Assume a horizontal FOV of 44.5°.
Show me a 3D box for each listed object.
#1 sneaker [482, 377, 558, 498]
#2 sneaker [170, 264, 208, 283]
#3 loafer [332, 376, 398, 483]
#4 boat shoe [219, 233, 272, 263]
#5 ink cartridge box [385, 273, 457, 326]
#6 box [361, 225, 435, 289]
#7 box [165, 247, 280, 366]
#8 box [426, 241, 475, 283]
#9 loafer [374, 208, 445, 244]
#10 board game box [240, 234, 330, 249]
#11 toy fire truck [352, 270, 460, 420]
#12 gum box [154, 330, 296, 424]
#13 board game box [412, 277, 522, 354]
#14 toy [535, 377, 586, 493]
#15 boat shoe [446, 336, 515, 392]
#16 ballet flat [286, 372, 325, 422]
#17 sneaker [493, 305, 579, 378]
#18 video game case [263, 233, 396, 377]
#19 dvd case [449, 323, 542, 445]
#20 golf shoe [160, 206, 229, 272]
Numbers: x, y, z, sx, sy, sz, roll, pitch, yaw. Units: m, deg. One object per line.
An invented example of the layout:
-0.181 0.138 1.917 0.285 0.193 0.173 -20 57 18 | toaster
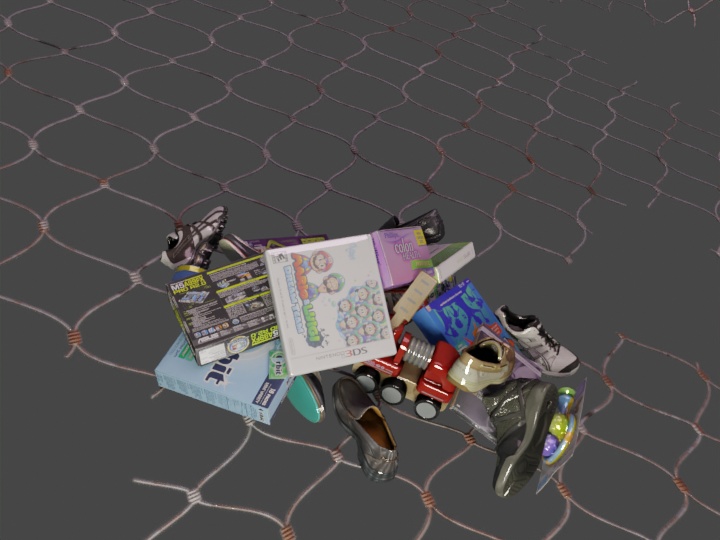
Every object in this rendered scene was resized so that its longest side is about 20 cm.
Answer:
0.246 0.270 1.459 0.114 0.200 0.076 12 -9 46 | sneaker
-0.237 0.052 1.546 0.199 0.066 0.079 14 57 -13 | sneaker
0.013 0.241 1.420 0.073 0.072 0.200 -7 45 -30 | loafer
-0.165 -0.006 1.583 0.200 0.071 0.063 40 72 -16 | boat shoe
0.085 0.049 1.659 0.109 0.051 0.200 1 20 40 | ink cartridge box
0.000 0.000 1.554 0.176 0.199 0.097 -10 81 -61 | box
-0.196 0.055 1.426 0.199 0.044 0.160 -19 47 -19 | box
0.102 -0.010 1.693 0.199 0.037 0.144 -6 17 39 | box
0.069 -0.075 1.765 0.200 0.071 0.068 -13 11 12 | loafer
-0.133 -0.016 1.696 0.199 0.032 0.120 -5 42 -30 | board game box
0.099 0.124 1.497 0.175 0.201 0.129 24 38 3 | toy fire truck
-0.197 0.139 1.405 0.199 0.045 0.170 17 48 15 | gum box
0.203 0.129 1.611 0.152 0.045 0.200 -30 83 -45 | board game box
0.330 0.270 1.499 0.047 0.115 0.200 31 38 4 | toy
0.217 0.149 1.477 0.074 0.067 0.200 32 24 22 | boat shoe
-0.109 0.167 1.457 0.200 0.073 0.073 40 42 26 | ballet flat
0.336 0.136 1.688 0.199 0.088 0.076 23 36 -1 | sneaker
-0.047 0.052 1.390 0.181 0.024 0.201 -10 82 -21 | video game case
0.243 0.207 1.548 0.149 0.016 0.200 38 47 -11 | dvd case
-0.306 -0.067 1.636 0.094 0.078 0.200 19 37 -2 | golf shoe
